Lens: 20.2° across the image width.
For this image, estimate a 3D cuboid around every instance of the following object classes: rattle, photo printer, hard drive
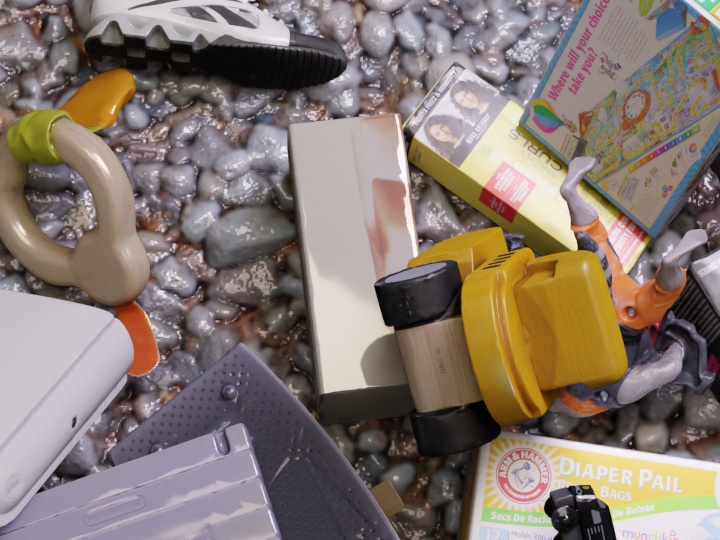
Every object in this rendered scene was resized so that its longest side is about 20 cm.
[{"bbox_3d":[-0.183,-0.032,1.497,0.130,0.143,0.201,-35,93,20],"label":"rattle"},{"bbox_3d":[-0.270,0.095,1.367,0.165,0.070,0.200,9,38,25],"label":"photo printer"},{"bbox_3d":[-0.069,0.161,1.379,0.135,0.042,0.200,-39,62,-4],"label":"hard drive"}]

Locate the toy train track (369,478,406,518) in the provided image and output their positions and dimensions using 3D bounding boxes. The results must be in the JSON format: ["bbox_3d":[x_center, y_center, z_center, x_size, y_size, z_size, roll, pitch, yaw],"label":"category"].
[{"bbox_3d":[0.008,0.217,1.423,0.114,0.032,0.201,-32,85,22],"label":"toy train track"}]

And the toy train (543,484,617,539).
[{"bbox_3d":[0.163,0.232,1.334,0.045,0.034,0.202,-15,108,-3],"label":"toy train"}]

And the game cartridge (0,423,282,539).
[{"bbox_3d":[-0.150,0.193,1.326,0.198,0.038,0.131,-18,72,-4],"label":"game cartridge"}]

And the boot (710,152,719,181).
[{"bbox_3d":[0.247,-0.102,1.477,0.068,0.199,0.131,-37,107,-27],"label":"boot"}]

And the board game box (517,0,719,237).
[{"bbox_3d":[0.200,-0.129,1.410,0.134,0.201,0.034,41,55,11],"label":"board game box"}]

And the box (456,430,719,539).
[{"bbox_3d":[0.168,0.186,1.410,0.198,0.101,0.114,8,74,-1],"label":"box"}]

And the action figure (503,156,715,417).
[{"bbox_3d":[0.152,0.021,1.425,0.199,0.195,0.104,26,42,26],"label":"action figure"}]

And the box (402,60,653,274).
[{"bbox_3d":[0.127,-0.066,1.511,0.199,0.050,0.075,37,73,7],"label":"box"}]

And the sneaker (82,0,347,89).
[{"bbox_3d":[-0.104,-0.193,1.523,0.198,0.074,0.089,10,68,-8],"label":"sneaker"}]

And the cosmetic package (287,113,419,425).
[{"bbox_3d":[0.000,0.000,1.459,0.086,0.103,0.202,-6,75,-4],"label":"cosmetic package"}]

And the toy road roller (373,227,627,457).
[{"bbox_3d":[0.107,0.039,1.343,0.145,0.200,0.124,-13,96,19],"label":"toy road roller"}]

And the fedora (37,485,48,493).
[{"bbox_3d":[-0.287,0.204,1.387,0.198,0.090,0.178,21,73,4],"label":"fedora"}]

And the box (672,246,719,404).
[{"bbox_3d":[0.324,0.067,1.452,0.122,0.106,0.201,-29,77,-12],"label":"box"}]
